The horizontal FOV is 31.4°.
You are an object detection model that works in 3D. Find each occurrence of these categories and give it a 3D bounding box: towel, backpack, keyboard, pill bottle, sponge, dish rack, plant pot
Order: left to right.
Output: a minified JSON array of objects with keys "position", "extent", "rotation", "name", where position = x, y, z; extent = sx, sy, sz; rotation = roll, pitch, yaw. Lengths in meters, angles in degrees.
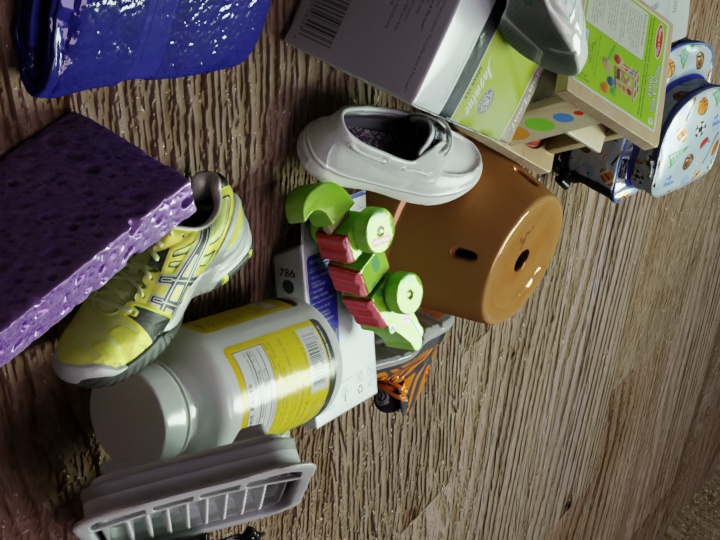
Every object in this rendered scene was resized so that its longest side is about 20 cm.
[{"position":[-0.206,-0.014,0.761],"extent":[0.200,0.111,0.030],"rotation":[-43,150,-31],"name":"sponge"},{"position":[-0.127,-0.189,0.806],"extent":[0.200,0.050,0.148],"rotation":[-20,140,-53],"name":"towel"},{"position":[-0.125,0.163,0.947],"extent":[0.171,0.044,0.200],"rotation":[-14,162,-12],"name":"dish rack"},{"position":[-0.139,0.238,1.074],"extent":[0.127,0.021,0.200],"rotation":[-13,167,-9],"name":"keyboard"},{"position":[-0.114,0.092,1.021],"extent":[0.200,0.111,0.112],"rotation":[-16,129,-52],"name":"pill bottle"},{"position":[0.101,-0.037,1.237],"extent":[0.200,0.140,0.200],"rotation":[-41,148,-33],"name":"plant pot"},{"position":[0.339,-0.188,1.505],"extent":[0.200,0.154,0.191],"rotation":[-28,128,-43],"name":"backpack"}]

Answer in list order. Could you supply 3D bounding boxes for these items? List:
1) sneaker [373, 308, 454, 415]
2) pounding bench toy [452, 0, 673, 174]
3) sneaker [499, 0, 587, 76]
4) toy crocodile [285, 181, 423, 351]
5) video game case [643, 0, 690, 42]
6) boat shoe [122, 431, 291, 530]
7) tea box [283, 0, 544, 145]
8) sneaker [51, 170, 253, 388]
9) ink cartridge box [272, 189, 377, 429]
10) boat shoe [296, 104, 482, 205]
[{"position":[0.028,0.105,1.317],"extent":[0.200,0.077,0.112],"rotation":[-19,130,-53],"name":"sneaker"},{"position":[0.184,-0.211,1.171],"extent":[0.124,0.156,0.201],"rotation":[24,69,-35],"name":"pounding bench toy"},{"position":[0.136,-0.213,0.914],"extent":[0.080,0.070,0.200],"rotation":[-56,150,-14],"name":"sneaker"},{"position":[0.000,0.000,1.096],"extent":[0.062,0.067,0.200],"rotation":[-53,134,-30],"name":"toy crocodile"},{"position":[0.242,-0.268,1.281],"extent":[0.200,0.022,0.182],"rotation":[-22,145,-7],"name":"video game case"},{"position":[-0.146,0.157,1.095],"extent":[0.200,0.072,0.076],"rotation":[-30,114,-44],"name":"boat shoe"},{"position":[0.074,-0.227,1.014],"extent":[0.197,0.133,0.200],"rotation":[11,107,-61],"name":"tea box"},{"position":[-0.156,0.002,0.921],"extent":[0.200,0.075,0.077],"rotation":[-53,146,-38],"name":"sneaker"},{"position":[-0.030,0.032,1.150],"extent":[0.099,0.039,0.201],"rotation":[-23,116,-50],"name":"ink cartridge box"},{"position":[0.040,-0.106,1.086],"extent":[0.200,0.072,0.068],"rotation":[10,153,-38],"name":"boat shoe"}]
